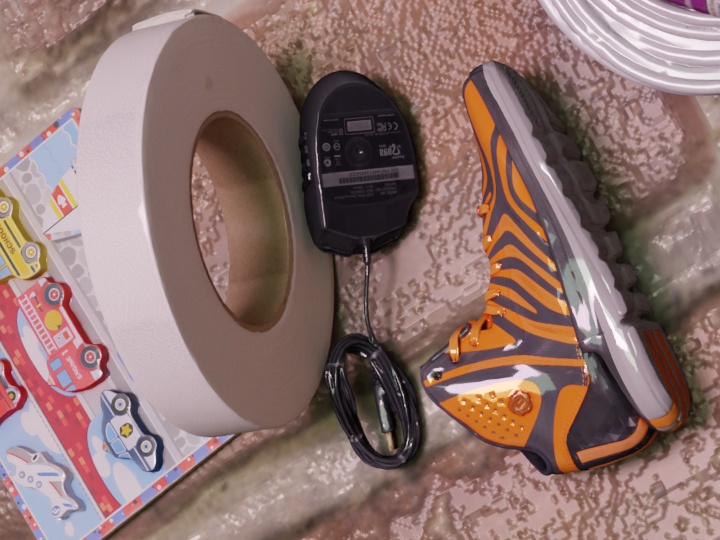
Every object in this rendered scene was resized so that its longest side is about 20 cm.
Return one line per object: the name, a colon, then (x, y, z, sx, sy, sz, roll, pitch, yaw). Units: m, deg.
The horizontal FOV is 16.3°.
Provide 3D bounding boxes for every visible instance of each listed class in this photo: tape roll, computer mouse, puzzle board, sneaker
tape roll: (-0.070, -0.022, 1.195, 0.037, 0.203, 0.203, -11, 82, 23)
computer mouse: (0.000, 0.000, 1.254, 0.034, 0.059, 0.200, 172, 94, -67)
puzzle board: (-0.157, 0.035, 1.330, 0.151, 0.017, 0.200, -39, 73, 17)
sneaker: (0.068, 0.005, 1.199, 0.112, 0.078, 0.200, -27, 76, 19)

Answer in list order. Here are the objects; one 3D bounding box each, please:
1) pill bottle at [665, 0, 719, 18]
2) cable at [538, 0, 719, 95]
pill bottle: (0.123, -0.178, 1.081, 0.200, 0.112, 0.112, 20, 95, 17)
cable: (0.167, -0.179, 1.163, 0.200, 0.069, 0.200, 32, 95, 16)
